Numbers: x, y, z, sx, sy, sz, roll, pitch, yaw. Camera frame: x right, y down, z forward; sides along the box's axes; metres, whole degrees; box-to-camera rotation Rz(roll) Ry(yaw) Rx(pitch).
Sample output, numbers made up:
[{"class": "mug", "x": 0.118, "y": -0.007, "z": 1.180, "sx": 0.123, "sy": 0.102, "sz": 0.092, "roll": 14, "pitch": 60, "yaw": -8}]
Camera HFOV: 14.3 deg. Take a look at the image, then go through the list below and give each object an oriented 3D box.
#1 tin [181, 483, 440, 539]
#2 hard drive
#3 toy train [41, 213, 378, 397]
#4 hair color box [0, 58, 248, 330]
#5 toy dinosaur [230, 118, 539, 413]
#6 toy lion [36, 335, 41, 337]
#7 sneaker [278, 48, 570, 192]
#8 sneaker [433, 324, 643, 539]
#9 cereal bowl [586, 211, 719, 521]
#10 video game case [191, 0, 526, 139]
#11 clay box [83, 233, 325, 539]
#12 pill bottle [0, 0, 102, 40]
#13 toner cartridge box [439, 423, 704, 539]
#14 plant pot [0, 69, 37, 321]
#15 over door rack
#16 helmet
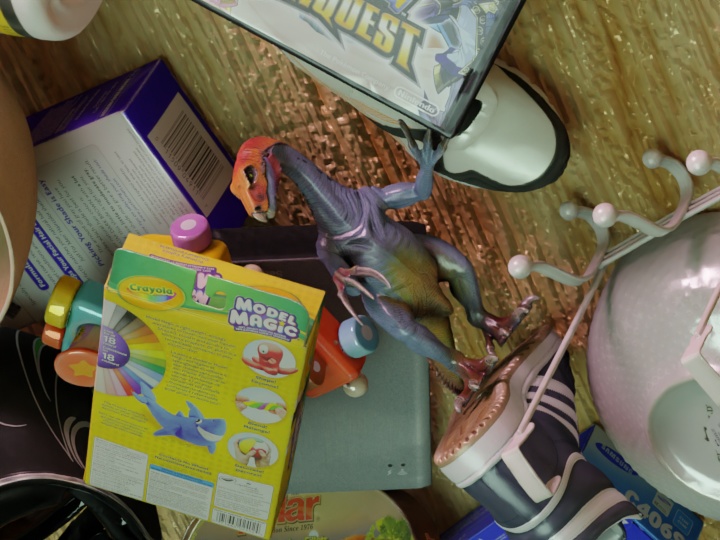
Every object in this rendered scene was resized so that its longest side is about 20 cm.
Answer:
[{"class": "tin", "x": -0.033, "y": 0.192, "z": 1.816, "sx": 0.200, "sy": 0.042, "sz": 0.112, "roll": -9, "pitch": 84, "yaw": 37}, {"class": "hard drive", "x": -0.028, "y": 0.054, "z": 1.707, "sx": 0.139, "sy": 0.033, "sz": 0.200, "roll": -2, "pitch": 133, "yaw": 0}, {"class": "toy train", "x": -0.097, "y": 0.048, "z": 1.639, "sx": 0.200, "sy": 0.056, "sz": 0.150, "roll": -19, "pitch": 121, "yaw": 35}, {"class": "hair color box", "x": -0.172, "y": -0.041, "z": 1.726, "sx": 0.200, "sy": 0.065, "sz": 0.109, "roll": -20, "pitch": 116, "yaw": 34}, {"class": "toy dinosaur", "x": 0.000, "y": 0.000, "z": 1.578, "sx": 0.181, "sy": 0.105, "sz": 0.200, "roll": 35, "pitch": 149, "yaw": 1}, {"class": "toy lion", "x": -0.265, "y": 0.095, "z": 1.890, "sx": 0.192, "sy": 0.069, "sz": 0.200, "roll": 37, "pitch": 134, "yaw": -14}, {"class": "sneaker", "x": 0.024, "y": -0.102, "z": 1.554, "sx": 0.200, "sy": 0.080, "sz": 0.074, "roll": 31, "pitch": 98, "yaw": 0}, {"class": "sneaker", "x": 0.107, "y": 0.105, "z": 1.605, "sx": 0.109, "sy": 0.200, "sz": 0.070, "roll": 45, "pitch": 110, "yaw": -2}, {"class": "cereal bowl", "x": 0.215, "y": 0.070, "z": 1.605, "sx": 0.199, "sy": 0.083, "sz": 0.201, "roll": 15, "pitch": 131, "yaw": 18}, {"class": "video game case", "x": 0.002, "y": -0.194, "z": 1.485, "sx": 0.200, "sy": 0.026, "sz": 0.181, "roll": 28, "pitch": 104, "yaw": 4}, {"class": "clay box", "x": -0.086, "y": 0.057, "z": 1.575, "sx": 0.115, "sy": 0.048, "sz": 0.200, "roll": 17, "pitch": 137, "yaw": 4}, {"class": "pill bottle", "x": -0.246, "y": -0.195, "z": 1.609, "sx": 0.199, "sy": 0.111, "sz": 0.112, "roll": 9, "pitch": 129, "yaw": 20}, {"class": "toner cartridge box", "x": 0.111, "y": 0.181, "z": 1.771, "sx": 0.095, "sy": 0.043, "sz": 0.200, "roll": 42, "pitch": 133, "yaw": -10}, {"class": "plant pot", "x": -0.264, "y": -0.065, "z": 1.627, "sx": 0.200, "sy": 0.135, "sz": 0.201, "roll": 11, "pitch": 132, "yaw": 13}, {"class": "over door rack", "x": 0.143, "y": 0.006, "z": 1.507, "sx": 0.067, "sy": 0.200, "sz": 0.148, "roll": 38, "pitch": 135, "yaw": -22}, {"class": "helmet", "x": -0.226, "y": 0.128, "z": 1.741, "sx": 0.199, "sy": 0.191, "sz": 0.201, "roll": -13, "pitch": 128, "yaw": -17}]
